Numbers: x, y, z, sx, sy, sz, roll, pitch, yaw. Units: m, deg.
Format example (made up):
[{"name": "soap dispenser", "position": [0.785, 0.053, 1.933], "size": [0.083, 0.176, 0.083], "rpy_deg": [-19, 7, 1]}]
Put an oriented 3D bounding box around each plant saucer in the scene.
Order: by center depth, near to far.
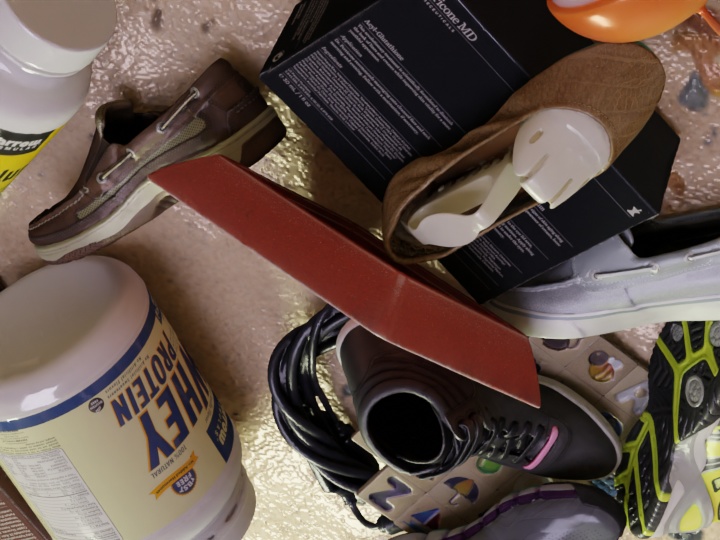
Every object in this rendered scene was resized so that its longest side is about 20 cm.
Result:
[{"name": "plant saucer", "position": [0.000, 0.000, 1.469], "size": [0.200, 0.037, 0.200], "rpy_deg": [34, -175, 34]}]

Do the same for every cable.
[{"name": "cable", "position": [0.028, 0.094, 1.644], "size": [0.163, 0.051, 0.200], "rpy_deg": [-8, 127, 23]}]

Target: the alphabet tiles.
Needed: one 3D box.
[{"name": "alphabet tiles", "position": [0.099, 0.112, 1.619], "size": [0.166, 0.006, 0.200], "rpy_deg": [36, 116, -20]}]

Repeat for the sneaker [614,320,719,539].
[{"name": "sneaker", "position": [0.222, 0.085, 1.563], "size": [0.076, 0.075, 0.200], "rpy_deg": [-2, 135, -23]}]

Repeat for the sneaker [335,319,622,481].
[{"name": "sneaker", "position": [0.074, 0.103, 1.550], "size": [0.200, 0.099, 0.071], "rpy_deg": [25, 118, -14]}]

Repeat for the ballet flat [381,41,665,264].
[{"name": "ballet flat", "position": [0.083, -0.055, 1.364], "size": [0.200, 0.072, 0.068], "rpy_deg": [-28, 116, 36]}]

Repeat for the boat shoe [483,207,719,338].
[{"name": "boat shoe", "position": [0.166, -0.009, 1.494], "size": [0.201, 0.070, 0.072], "rpy_deg": [-6, 117, 22]}]

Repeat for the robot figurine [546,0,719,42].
[{"name": "robot figurine", "position": [0.118, -0.201, 1.292], "size": [0.144, 0.117, 0.200], "rpy_deg": [-22, 117, 35]}]

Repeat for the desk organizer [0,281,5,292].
[{"name": "desk organizer", "position": [-0.314, -0.019, 1.653], "size": [0.072, 0.077, 0.200], "rpy_deg": [-7, 128, 27]}]

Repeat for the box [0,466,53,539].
[{"name": "box", "position": [-0.219, 0.163, 1.767], "size": [0.075, 0.100, 0.200], "rpy_deg": [-17, 123, 39]}]

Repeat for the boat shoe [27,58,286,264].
[{"name": "boat shoe", "position": [-0.138, -0.073, 1.550], "size": [0.202, 0.075, 0.075], "rpy_deg": [-27, 104, 31]}]

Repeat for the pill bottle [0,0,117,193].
[{"name": "pill bottle", "position": [-0.231, -0.113, 1.511], "size": [0.111, 0.111, 0.200], "rpy_deg": [36, 134, -13]}]

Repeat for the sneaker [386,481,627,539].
[{"name": "sneaker", "position": [0.085, 0.203, 1.603], "size": [0.200, 0.088, 0.074], "rpy_deg": [-25, 123, 37]}]

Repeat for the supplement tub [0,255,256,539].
[{"name": "supplement tub", "position": [-0.167, 0.106, 1.665], "size": [0.145, 0.145, 0.200], "rpy_deg": [-11, 127, 29]}]

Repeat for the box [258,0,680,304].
[{"name": "box", "position": [0.065, -0.094, 1.438], "size": [0.141, 0.079, 0.200], "rpy_deg": [-27, 117, 39]}]
